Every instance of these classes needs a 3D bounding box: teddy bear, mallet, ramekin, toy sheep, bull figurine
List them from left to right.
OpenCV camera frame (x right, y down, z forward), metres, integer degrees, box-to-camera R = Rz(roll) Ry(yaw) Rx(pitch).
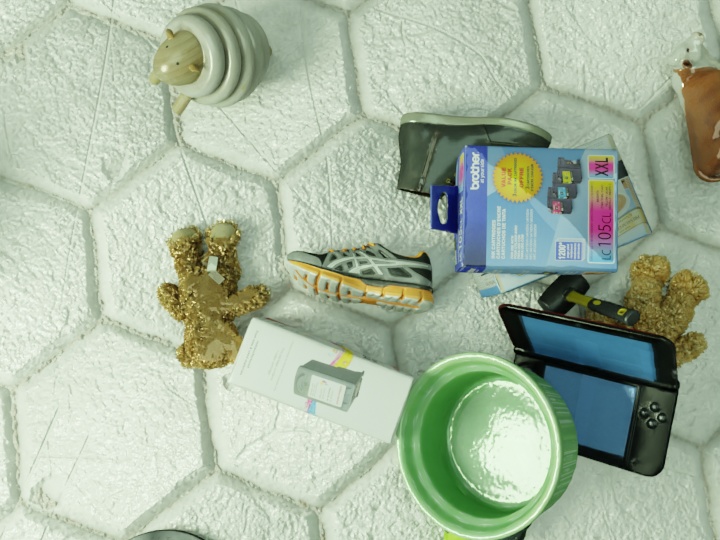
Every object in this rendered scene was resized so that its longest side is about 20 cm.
[{"bbox_3d":[-0.194,0.030,0.913,0.144,0.067,0.201,-23,79,-12],"label":"teddy bear"},{"bbox_3d":[-0.183,-0.270,0.891,0.137,0.200,0.139,13,119,25],"label":"toy sheep"},{"bbox_3d":[0.149,0.197,0.808,0.199,0.097,0.201,-7,77,34],"label":"ramekin"},{"bbox_3d":[0.269,0.046,0.845,0.066,0.200,0.041,-43,100,6],"label":"mallet"},{"bbox_3d":[0.366,0.076,0.896,0.145,0.067,0.200,44,86,6],"label":"teddy bear"},{"bbox_3d":[0.478,-0.217,0.934,0.121,0.065,0.201,-6,86,6],"label":"bull figurine"}]

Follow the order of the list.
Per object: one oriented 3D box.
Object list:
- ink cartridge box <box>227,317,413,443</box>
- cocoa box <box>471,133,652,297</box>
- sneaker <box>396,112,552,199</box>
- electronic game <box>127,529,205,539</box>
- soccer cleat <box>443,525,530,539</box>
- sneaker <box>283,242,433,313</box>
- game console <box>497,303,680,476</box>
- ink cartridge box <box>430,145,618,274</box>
[{"bbox_3d":[-0.045,0.129,0.856,0.199,0.148,0.086,20,85,0],"label":"ink cartridge box"},{"bbox_3d":[0.229,-0.061,0.884,0.199,0.133,0.132,-21,86,-2],"label":"cocoa box"},{"bbox_3d":[0.147,-0.144,0.928,0.199,0.075,0.107,6,89,9],"label":"sneaker"},{"bbox_3d":[-0.246,0.428,0.877,0.199,0.042,0.201,0,83,-1],"label":"electronic game"},{"bbox_3d":[0.191,0.290,0.876,0.081,0.068,0.200,44,103,-6],"label":"soccer cleat"},{"bbox_3d":[0.000,0.000,0.912,0.199,0.078,0.078,12,71,-3],"label":"sneaker"},{"bbox_3d":[0.256,0.140,0.823,0.199,0.118,0.174,12,93,33],"label":"game console"},{"bbox_3d":[0.176,-0.064,0.781,0.199,0.076,0.137,1,85,2],"label":"ink cartridge box"}]
